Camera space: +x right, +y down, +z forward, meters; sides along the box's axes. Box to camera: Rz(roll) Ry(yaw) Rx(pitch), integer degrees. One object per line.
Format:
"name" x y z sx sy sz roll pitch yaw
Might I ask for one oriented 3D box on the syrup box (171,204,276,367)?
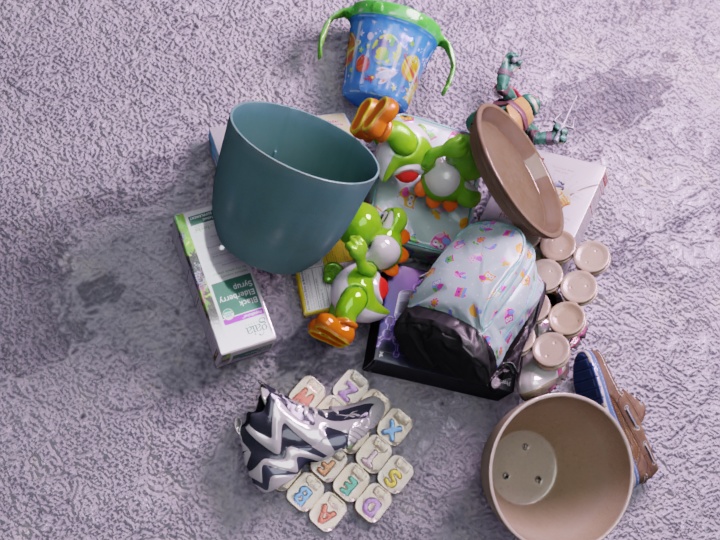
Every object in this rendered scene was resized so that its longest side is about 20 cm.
"syrup box" -0.183 0.019 1.673 0.078 0.081 0.201 -17 78 -16

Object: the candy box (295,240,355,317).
"candy box" -0.048 -0.041 1.745 0.101 0.026 0.201 -10 77 -6

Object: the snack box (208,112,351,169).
"snack box" -0.100 -0.163 1.735 0.199 0.037 0.116 -8 41 -14

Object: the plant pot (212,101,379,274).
"plant pot" -0.097 -0.094 1.593 0.199 0.201 0.162 22 115 -6

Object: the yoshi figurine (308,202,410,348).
"yoshi figurine" -0.014 -0.007 1.660 0.112 0.112 0.201 18 74 34

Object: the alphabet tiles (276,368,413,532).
"alphabet tiles" -0.027 0.237 1.682 0.200 0.015 0.196 42 70 1

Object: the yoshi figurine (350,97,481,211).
"yoshi figurine" 0.094 -0.167 1.683 0.199 0.112 0.113 34 42 -21

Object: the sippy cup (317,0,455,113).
"sippy cup" 0.035 -0.296 1.792 0.177 0.139 0.131 10 81 31

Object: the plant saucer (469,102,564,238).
"plant saucer" 0.202 -0.126 1.655 0.200 0.029 0.201 41 32 -33

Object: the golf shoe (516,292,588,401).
"golf shoe" 0.243 0.100 1.713 0.092 0.072 0.200 54 35 -14

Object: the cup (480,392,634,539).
"cup" 0.238 0.263 1.659 0.199 0.143 0.202 2 83 -15

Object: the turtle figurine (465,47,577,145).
"turtle figurine" 0.229 -0.224 1.815 0.150 0.101 0.200 46 46 0

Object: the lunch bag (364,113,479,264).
"lunch bag" 0.089 -0.107 1.772 0.159 0.077 0.201 15 72 -10

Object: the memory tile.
"memory tile" 0.238 0.030 1.690 0.152 0.017 0.201 18 65 22

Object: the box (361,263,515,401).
"box" 0.115 0.085 1.725 0.199 0.079 0.142 13 75 -9

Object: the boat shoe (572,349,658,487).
"boat shoe" 0.355 0.201 1.756 0.072 0.072 0.201 -17 89 -21

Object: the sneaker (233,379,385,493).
"sneaker" -0.075 0.184 1.635 0.198 0.079 0.130 -30 91 -8

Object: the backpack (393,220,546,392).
"backpack" 0.153 0.037 1.617 0.166 0.127 0.200 21 58 33

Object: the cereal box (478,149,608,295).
"cereal box" 0.248 -0.075 1.785 0.143 0.040 0.201 17 68 27
